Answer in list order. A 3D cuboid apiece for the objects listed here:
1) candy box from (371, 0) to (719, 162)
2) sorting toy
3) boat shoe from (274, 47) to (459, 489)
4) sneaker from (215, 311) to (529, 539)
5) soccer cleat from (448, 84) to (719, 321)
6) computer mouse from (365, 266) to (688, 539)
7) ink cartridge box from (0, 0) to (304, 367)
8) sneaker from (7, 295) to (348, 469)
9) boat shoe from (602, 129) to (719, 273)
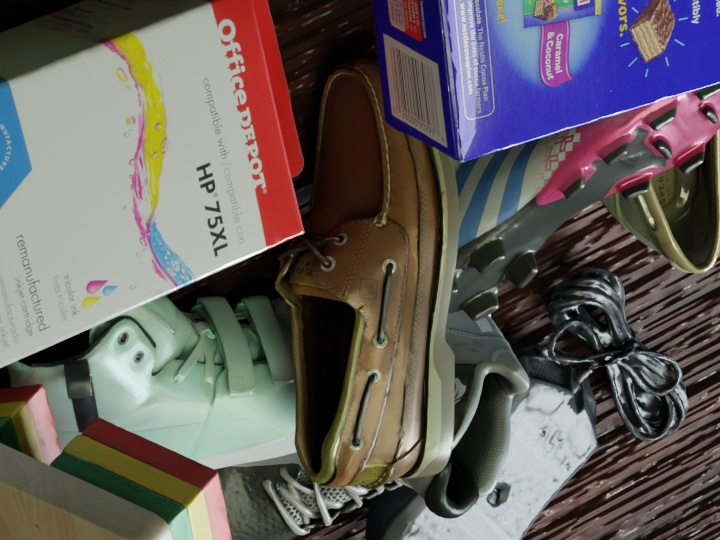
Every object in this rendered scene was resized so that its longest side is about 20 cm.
[{"bbox_3d":[0.104,-0.155,1.220,0.199,0.077,0.170,-16,116,-21],"label":"candy box"},{"bbox_3d":[-0.139,0.135,1.317,0.070,0.198,0.200,-47,144,-34],"label":"sorting toy"},{"bbox_3d":[0.000,0.000,1.316,0.068,0.072,0.201,-7,92,-32],"label":"boat shoe"},{"bbox_3d":[-0.002,0.095,1.405,0.200,0.116,0.075,-42,133,4],"label":"sneaker"},{"bbox_3d":[0.089,-0.061,1.343,0.200,0.086,0.070,-36,152,17],"label":"soccer cleat"},{"bbox_3d":[0.071,0.093,1.496,0.200,0.053,0.139,-45,135,-8],"label":"computer mouse"},{"bbox_3d":[-0.099,-0.053,1.227,0.200,0.067,0.117,-25,115,-28],"label":"ink cartridge box"},{"bbox_3d":[-0.069,0.032,1.343,0.200,0.074,0.118,-24,138,-10],"label":"sneaker"},{"bbox_3d":[0.144,-0.089,1.386,0.073,0.063,0.201,-20,131,-16],"label":"boat shoe"}]
